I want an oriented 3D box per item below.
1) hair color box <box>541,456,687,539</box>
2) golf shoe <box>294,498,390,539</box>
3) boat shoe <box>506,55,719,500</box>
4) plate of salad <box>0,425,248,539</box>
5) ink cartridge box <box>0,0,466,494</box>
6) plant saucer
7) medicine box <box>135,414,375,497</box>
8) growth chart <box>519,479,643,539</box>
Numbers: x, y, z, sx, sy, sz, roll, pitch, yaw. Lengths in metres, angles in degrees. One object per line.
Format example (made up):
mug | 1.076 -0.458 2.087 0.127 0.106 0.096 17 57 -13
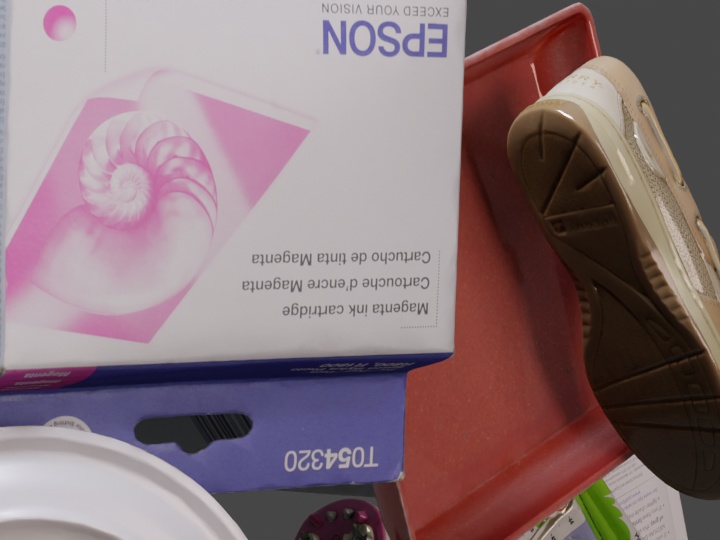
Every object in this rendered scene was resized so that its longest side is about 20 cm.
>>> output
hair color box | 0.132 0.186 1.558 0.109 0.065 0.201 -23 105 -47
golf shoe | 0.003 0.218 1.396 0.091 0.075 0.201 26 70 -50
boat shoe | 0.131 0.005 1.215 0.065 0.071 0.200 -42 118 -41
plate of salad | -0.125 0.153 1.029 0.199 0.048 0.201 -2 99 -16
ink cartridge box | -0.052 -0.012 1.057 0.196 0.043 0.201 -2 95 -32
plant saucer | 0.051 0.008 1.204 0.200 0.037 0.200 -30 111 -47
medicine box | 0.000 0.000 1.312 0.200 0.182 0.103 -53 128 -36
growth chart | 0.097 0.199 1.462 0.145 0.018 0.200 50 57 -35
